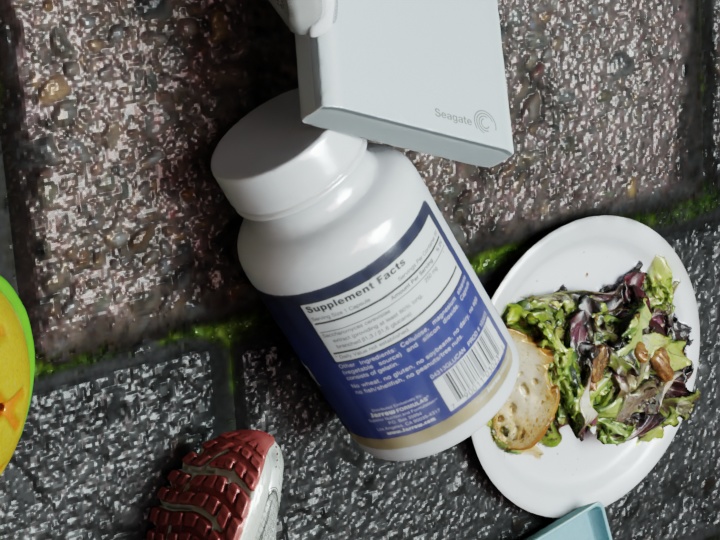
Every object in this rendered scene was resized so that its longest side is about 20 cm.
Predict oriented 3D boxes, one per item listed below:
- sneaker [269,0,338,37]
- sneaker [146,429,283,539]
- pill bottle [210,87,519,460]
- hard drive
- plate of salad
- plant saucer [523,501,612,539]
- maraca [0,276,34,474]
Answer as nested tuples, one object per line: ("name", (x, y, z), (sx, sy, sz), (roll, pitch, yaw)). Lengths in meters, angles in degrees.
("sneaker", (-0.083, -0.190, 0.939), (0.082, 0.075, 0.200), (-34, 79, -9))
("sneaker", (-0.075, 0.183, 1.066), (0.082, 0.078, 0.200), (0, 110, -40))
("pill bottle", (0.000, 0.000, 1.048), (0.111, 0.111, 0.200), (-43, 121, -20))
("hard drive", (0.019, -0.163, 1.020), (0.132, 0.027, 0.200), (11, 66, -37))
("plate of salad", (0.153, 0.065, 1.212), (0.200, 0.048, 0.201), (-8, 105, -34))
("plant saucer", (0.079, 0.219, 1.202), (0.200, 0.019, 0.070), (-26, 115, -21))
("maraca", (-0.230, 0.084, 0.905), (0.137, 0.107, 0.200), (21, 94, -35))
